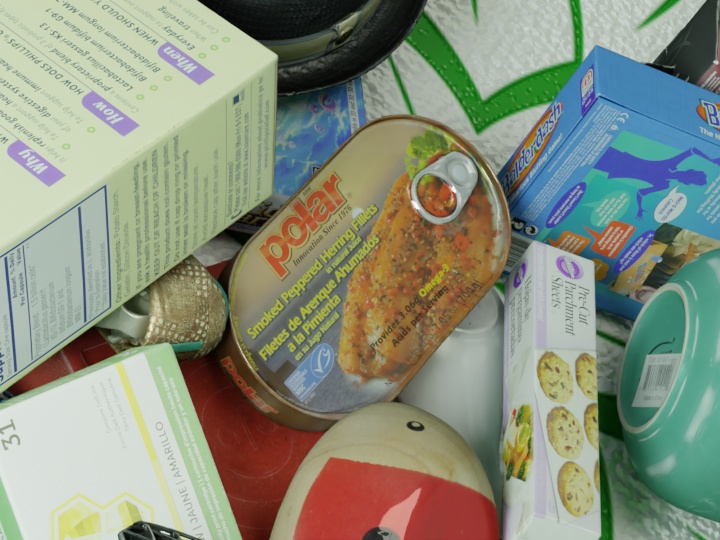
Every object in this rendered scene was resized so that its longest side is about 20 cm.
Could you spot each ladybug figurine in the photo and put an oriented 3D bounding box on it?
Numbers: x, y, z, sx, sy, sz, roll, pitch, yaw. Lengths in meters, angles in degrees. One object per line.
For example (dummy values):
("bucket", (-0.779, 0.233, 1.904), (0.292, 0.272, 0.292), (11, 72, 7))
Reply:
("ladybug figurine", (0.016, 0.163, 1.126), (0.135, 0.072, 0.202), (22, 72, -37))

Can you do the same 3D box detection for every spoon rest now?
("spoon rest", (0.058, 0.068, 1.259), (0.099, 0.061, 0.201), (-2, 50, -31))

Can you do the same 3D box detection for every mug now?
("mug", (0.218, 0.053, 1.267), (0.114, 0.186, 0.153), (17, 36, -14))

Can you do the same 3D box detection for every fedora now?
("fedora", (-0.045, -0.193, 1.243), (0.199, 0.092, 0.202), (8, 60, -15))

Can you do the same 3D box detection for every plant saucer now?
("plant saucer", (-0.062, 0.087, 1.184), (0.199, 0.037, 0.201), (-19, 72, -36))

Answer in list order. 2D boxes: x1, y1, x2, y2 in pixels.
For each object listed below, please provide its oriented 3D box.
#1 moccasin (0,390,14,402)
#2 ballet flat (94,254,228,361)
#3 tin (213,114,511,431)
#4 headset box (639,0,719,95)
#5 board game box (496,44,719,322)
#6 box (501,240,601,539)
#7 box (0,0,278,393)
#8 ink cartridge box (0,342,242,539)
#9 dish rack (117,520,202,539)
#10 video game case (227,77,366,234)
("moccasin", (-0.229, 0.067, 1.080), (0.199, 0.068, 0.081), (19, 54, -19))
("ballet flat", (-0.152, -0.022, 1.149), (0.199, 0.071, 0.065), (35, 31, 21))
("tin", (0.000, 0.000, 1.210), (0.112, 0.042, 0.200), (49, 56, -8))
("headset box", (0.239, -0.069, 1.372), (0.199, 0.149, 0.075), (26, 45, -14))
("board game box", (0.183, -0.033, 1.318), (0.199, 0.152, 0.045), (21, 44, -18))
("box", (0.100, 0.069, 1.207), (0.041, 0.039, 0.201), (21, 42, -14))
("box", (-0.168, -0.063, 1.084), (0.176, 0.097, 0.200), (36, 54, 25))
("ink cartridge box", (-0.154, 0.135, 1.045), (0.199, 0.048, 0.147), (-22, 94, -31))
("dish rack", (-0.052, 0.205, 0.981), (0.153, 0.054, 0.201), (35, 25, -56))
("video game case", (-0.088, -0.117, 1.279), (0.180, 0.045, 0.201), (9, 54, -24))
